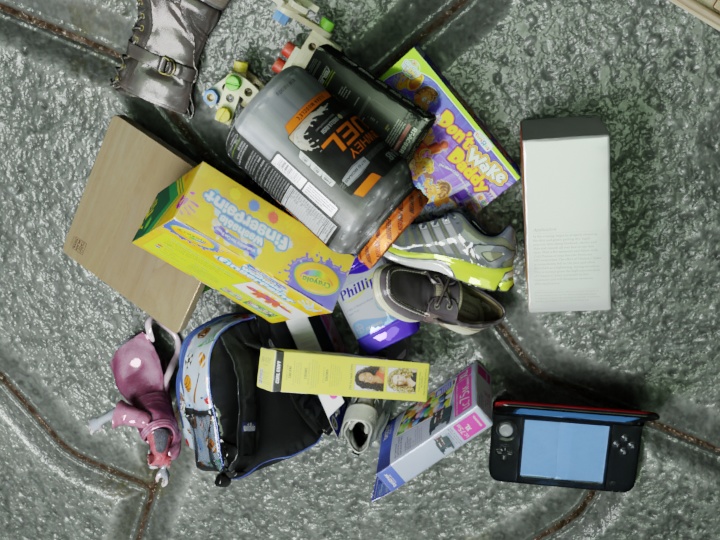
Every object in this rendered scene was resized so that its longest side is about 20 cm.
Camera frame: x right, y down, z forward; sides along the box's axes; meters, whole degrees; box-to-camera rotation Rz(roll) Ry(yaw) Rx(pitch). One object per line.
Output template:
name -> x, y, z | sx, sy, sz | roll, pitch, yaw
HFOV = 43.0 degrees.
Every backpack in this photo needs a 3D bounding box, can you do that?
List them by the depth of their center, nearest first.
backpack -> -0.147, 0.149, 1.179 | 0.153, 0.199, 0.194 | 4, 104, 42

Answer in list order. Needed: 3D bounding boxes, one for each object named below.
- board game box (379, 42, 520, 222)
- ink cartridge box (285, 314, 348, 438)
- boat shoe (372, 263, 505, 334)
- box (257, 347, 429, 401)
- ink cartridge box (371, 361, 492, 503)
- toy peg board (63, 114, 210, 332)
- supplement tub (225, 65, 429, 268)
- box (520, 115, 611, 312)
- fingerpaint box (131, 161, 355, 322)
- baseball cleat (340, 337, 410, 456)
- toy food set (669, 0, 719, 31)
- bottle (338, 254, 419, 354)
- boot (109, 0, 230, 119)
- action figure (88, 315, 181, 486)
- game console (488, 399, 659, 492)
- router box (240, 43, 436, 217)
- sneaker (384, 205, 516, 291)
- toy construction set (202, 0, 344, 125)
board game box -> 0.081, -0.151, 1.109 | 0.134, 0.045, 0.200 | -39, 99, 19
ink cartridge box -> -0.048, 0.108, 1.192 | 0.037, 0.095, 0.202 | -16, 106, 13
boat shoe -> 0.099, 0.032, 1.107 | 0.199, 0.073, 0.064 | 22, 154, -39
box -> -0.020, 0.126, 1.107 | 0.197, 0.075, 0.051 | 6, 86, -21
ink cartridge box -> 0.085, 0.211, 1.194 | 0.199, 0.120, 0.042 | -40, 102, 19
toy peg board -> -0.250, -0.064, 1.178 | 0.198, 0.098, 0.202 | 33, 110, 13
supplement tub -> -0.032, -0.104, 0.950 | 0.200, 0.123, 0.123 | 41, 110, 1
box -> 0.239, -0.068, 1.071 | 0.096, 0.125, 0.203 | -2, 108, 10
fingerpaint box -> -0.132, -0.024, 1.016 | 0.199, 0.166, 0.074 | 31, 70, -21
baseball cleat -> 0.020, 0.147, 1.189 | 0.069, 0.107, 0.203 | 9, 108, 10
toy food set -> 0.408, -0.337, 0.985 | 0.198, 0.060, 0.145 | 30, 111, -2
bottle -> 0.000, 0.000, 1.141 | 0.083, 0.065, 0.202 | -26, 86, 14
boot -> -0.262, -0.294, 1.099 | 0.198, 0.069, 0.175 | 29, 110, -4
action figure -> -0.266, 0.185, 1.207 | 0.149, 0.200, 0.134 | -44, 130, 6
game console -> 0.266, 0.227, 1.173 | 0.197, 0.119, 0.175 | 4, 110, 8
router box -> -0.028, -0.130, 1.040 | 0.149, 0.062, 0.201 | 35, 109, 5
sneaker -> 0.095, -0.041, 1.087 | 0.197, 0.074, 0.082 | 16, 104, 10
toy construction set -> -0.095, -0.247, 1.084 | 0.130, 0.092, 0.201 | 33, 122, -3
